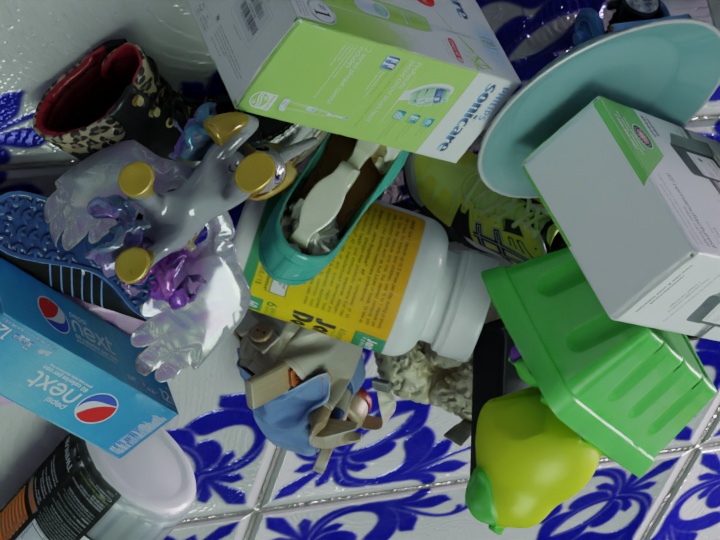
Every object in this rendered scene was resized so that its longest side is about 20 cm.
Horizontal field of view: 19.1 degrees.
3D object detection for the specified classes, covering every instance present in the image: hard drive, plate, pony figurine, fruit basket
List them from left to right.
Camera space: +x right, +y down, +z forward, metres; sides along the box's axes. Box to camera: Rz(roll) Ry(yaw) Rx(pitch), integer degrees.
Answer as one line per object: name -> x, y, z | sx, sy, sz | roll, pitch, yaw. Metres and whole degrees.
pony figurine -> -0.119, -0.035, 1.444 | 0.193, 0.167, 0.200 | -37, 176, 7
hard drive -> 0.157, 0.096, 1.756 | 0.200, 0.033, 0.140 | -15, 110, -53
fruit basket -> 0.149, 0.095, 1.626 | 0.215, 0.156, 0.216 | -18, 149, -12
plate -> 0.170, -0.121, 1.537 | 0.200, 0.026, 0.200 | -22, 154, -11

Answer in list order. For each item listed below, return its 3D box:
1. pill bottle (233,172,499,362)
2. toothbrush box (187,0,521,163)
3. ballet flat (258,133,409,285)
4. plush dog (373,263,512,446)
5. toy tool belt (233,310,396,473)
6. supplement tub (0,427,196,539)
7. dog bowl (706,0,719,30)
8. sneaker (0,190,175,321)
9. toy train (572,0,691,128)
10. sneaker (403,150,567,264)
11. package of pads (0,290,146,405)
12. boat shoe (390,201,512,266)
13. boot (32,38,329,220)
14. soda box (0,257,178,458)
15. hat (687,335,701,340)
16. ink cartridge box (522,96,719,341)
pill bottle -> 0.000, 0.000, 1.649 | 0.200, 0.113, 0.113 | 18, 135, -2
toothbrush box -> -0.009, -0.169, 1.473 | 0.200, 0.146, 0.086 | 13, 130, -39
ballet flat -> -0.005, -0.076, 1.574 | 0.067, 0.200, 0.070 | 34, 162, -8
plush dog -> 0.123, 0.041, 1.835 | 0.200, 0.160, 0.172 | -11, 119, -17
toy tool belt -> -0.050, 0.108, 1.806 | 0.125, 0.123, 0.200 | 13, 148, 23
supplement tub -> -0.243, 0.222, 1.853 | 0.122, 0.123, 0.200 | 15, 130, -41
dog bowl -> 0.308, -0.157, 1.636 | 0.059, 0.200, 0.200 | -14, 146, 12
sneaker -> -0.200, -0.011, 1.597 | 0.200, 0.078, 0.070 | 25, 80, -26
toy train -> 0.209, -0.125, 1.678 | 0.087, 0.114, 0.200 | -10, 142, -19
sneaker -> 0.126, -0.043, 1.694 | 0.075, 0.200, 0.076 | -58, -177, -21
package of pads -> -0.243, 0.041, 1.665 | 0.200, 0.076, 0.121 | -7, 138, -23
boat shoe -> 0.039, -0.027, 1.754 | 0.200, 0.060, 0.076 | -5, 160, -11
boot -> -0.123, -0.115, 1.541 | 0.200, 0.073, 0.151 | -27, 145, 18
soda box -> -0.226, 0.065, 1.586 | 0.064, 0.068, 0.200 | -37, 139, 15
hat -> 0.268, -0.030, 1.778 | 0.200, 0.201, 0.081 | -5, 135, -24
ink cartridge box -> 0.229, -0.032, 1.562 | 0.084, 0.146, 0.200 | -42, 151, 25
